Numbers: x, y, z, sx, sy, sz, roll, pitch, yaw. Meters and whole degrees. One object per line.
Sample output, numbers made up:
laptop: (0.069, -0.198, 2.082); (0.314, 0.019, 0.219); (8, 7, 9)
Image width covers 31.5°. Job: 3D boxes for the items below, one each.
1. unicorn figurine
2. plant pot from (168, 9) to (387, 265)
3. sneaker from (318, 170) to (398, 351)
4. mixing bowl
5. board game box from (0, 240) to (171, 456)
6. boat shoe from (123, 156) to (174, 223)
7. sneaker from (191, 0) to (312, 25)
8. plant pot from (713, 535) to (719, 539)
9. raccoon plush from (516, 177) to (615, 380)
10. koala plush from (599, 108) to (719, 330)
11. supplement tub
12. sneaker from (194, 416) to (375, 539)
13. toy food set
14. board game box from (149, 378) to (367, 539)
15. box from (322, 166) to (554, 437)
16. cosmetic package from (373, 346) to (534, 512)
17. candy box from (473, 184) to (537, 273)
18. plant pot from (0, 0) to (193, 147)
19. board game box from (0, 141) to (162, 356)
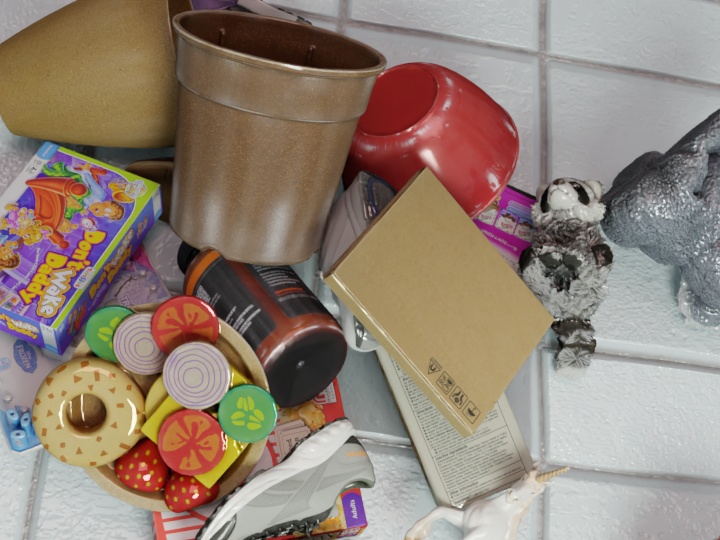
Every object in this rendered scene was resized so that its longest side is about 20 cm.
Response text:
unicorn figurine: (0.116, 0.259, 1.190); (0.137, 0.201, 0.074); (-18, 36, -18)
plant pot: (-0.092, -0.123, 1.206); (0.199, 0.199, 0.200); (10, 22, -4)
sneaker: (0.000, 0.000, 1.226); (0.074, 0.087, 0.201); (30, 41, -29)
mixing bowl: (0.055, -0.141, 1.324); (0.199, 0.108, 0.201); (-14, 51, 18)
board game box: (-0.274, 0.058, 1.238); (0.199, 0.026, 0.200); (-21, 58, -19)
boat shoe: (-0.148, -0.091, 1.344); (0.199, 0.072, 0.072); (4, 35, -2)
sneaker: (-0.117, -0.250, 1.423); (0.199, 0.076, 0.088); (29, 78, 6)
plant pot: (0.359, 0.351, 1.182); (0.200, 0.201, 0.177); (-35, 67, -24)
raccoon plush: (0.208, -0.003, 1.333); (0.096, 0.201, 0.134); (9, 40, 5)
koala plush: (0.366, -0.035, 1.359); (0.200, 0.177, 0.184); (54, 46, -4)
supplement tub: (-0.104, 0.034, 1.243); (0.107, 0.107, 0.200); (-25, 49, -21)
sneaker: (-0.070, 0.214, 1.157); (0.200, 0.074, 0.079); (-33, 81, -23)
toy food set: (-0.177, 0.121, 1.141); (0.200, 0.049, 0.198); (40, 98, -3)
board game box: (-0.106, 0.193, 1.224); (0.199, 0.046, 0.152); (-8, 67, -15)
box: (0.078, 0.027, 1.186); (0.200, 0.021, 0.164); (49, 56, -11)
cosmetic package: (0.085, 0.123, 1.242); (0.105, 0.071, 0.201); (-21, 88, -4)
candy box: (0.105, -0.005, 1.352); (0.136, 0.061, 0.201); (24, 63, -1)
plant pot: (-0.269, -0.201, 1.313); (0.199, 0.186, 0.187); (-11, 67, 3)
board game box: (-0.301, -0.026, 1.254); (0.134, 0.045, 0.200); (20, 53, 11)
